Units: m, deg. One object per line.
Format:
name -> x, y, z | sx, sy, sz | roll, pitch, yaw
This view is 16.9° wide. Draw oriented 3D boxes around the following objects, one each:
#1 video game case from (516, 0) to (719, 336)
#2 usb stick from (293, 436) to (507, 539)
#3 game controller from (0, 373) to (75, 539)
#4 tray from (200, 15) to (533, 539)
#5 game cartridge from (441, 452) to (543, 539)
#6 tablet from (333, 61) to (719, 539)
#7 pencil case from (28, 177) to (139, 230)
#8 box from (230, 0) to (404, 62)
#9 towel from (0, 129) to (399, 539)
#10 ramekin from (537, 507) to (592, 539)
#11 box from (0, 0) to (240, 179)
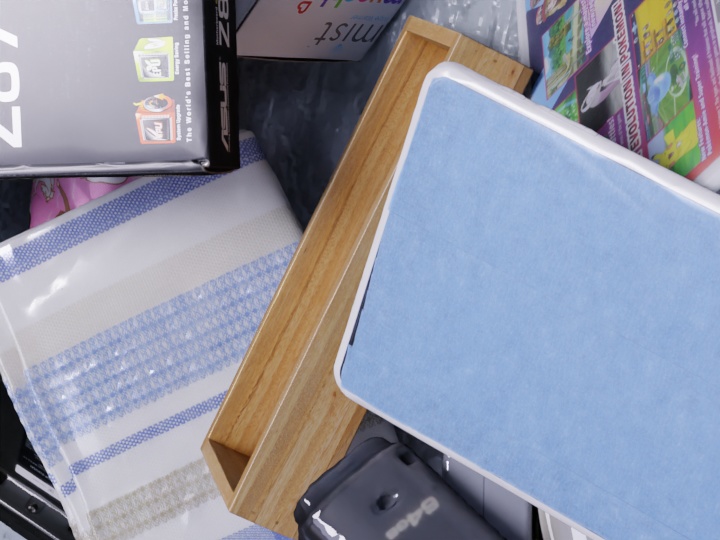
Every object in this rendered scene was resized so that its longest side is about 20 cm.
video game case -> 0.121, -0.091, 0.848 | 0.182, 0.023, 0.200 | -45, 28, 33
usb stick -> 0.059, 0.136, 0.819 | 0.200, 0.055, 0.033 | 43, 162, 21
game controller -> -0.135, 0.087, 1.094 | 0.200, 0.042, 0.104 | 32, 128, 12
tray -> 0.000, 0.000, 0.957 | 0.200, 0.037, 0.099 | -65, 14, 5
game cartridge -> 0.052, 0.122, 0.922 | 0.041, 0.133, 0.201 | 0, 93, 10
tablet -> 0.087, 0.027, 0.795 | 0.200, 0.014, 0.130 | 29, 116, 24
pencil case -> -0.103, -0.054, 1.083 | 0.087, 0.083, 0.201 | -147, 63, -68
box -> -0.036, -0.216, 1.005 | 0.200, 0.097, 0.177 | 53, 124, 26
towel -> -0.070, 0.055, 1.029 | 0.147, 0.024, 0.200 | -26, 87, 4
ramekin -> 0.154, 0.073, 0.842 | 0.200, 0.105, 0.201 | 2, 92, 41
box -> -0.131, -0.136, 0.958 | 0.161, 0.049, 0.201 | 0, 92, 15
